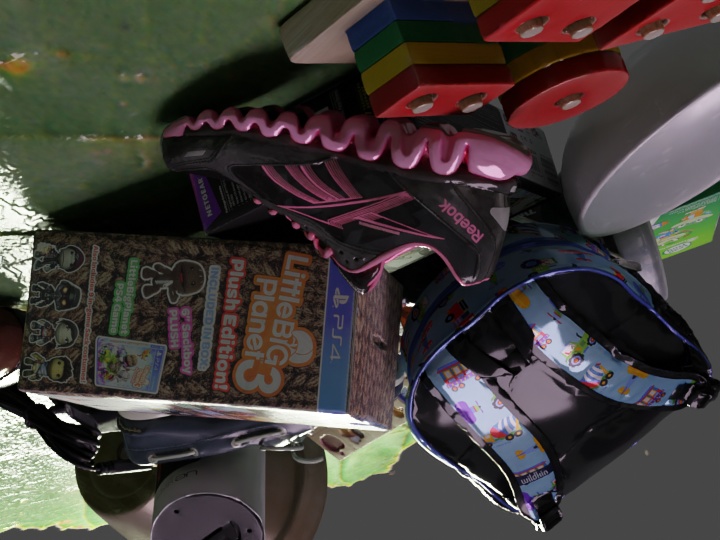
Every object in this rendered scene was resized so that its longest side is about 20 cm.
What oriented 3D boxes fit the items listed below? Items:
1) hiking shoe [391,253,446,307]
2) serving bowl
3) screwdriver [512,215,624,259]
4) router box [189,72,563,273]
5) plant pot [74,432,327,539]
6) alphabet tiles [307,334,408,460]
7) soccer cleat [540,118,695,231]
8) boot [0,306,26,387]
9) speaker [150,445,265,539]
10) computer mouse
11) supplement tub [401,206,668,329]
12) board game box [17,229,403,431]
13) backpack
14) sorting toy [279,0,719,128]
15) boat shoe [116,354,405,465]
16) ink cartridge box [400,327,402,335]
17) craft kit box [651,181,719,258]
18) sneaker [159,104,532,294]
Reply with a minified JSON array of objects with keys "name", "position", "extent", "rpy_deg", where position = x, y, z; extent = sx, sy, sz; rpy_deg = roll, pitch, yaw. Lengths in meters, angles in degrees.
[{"name":"hiking shoe","position":[0.000,0.000,1.234],"extent":[0.199,0.076,0.101],"rpy_deg":[-4,-171,4]},{"name":"serving bowl","position":[0.203,-0.106,1.089],"extent":[0.200,0.066,0.200],"rpy_deg":[-30,162,-11]},{"name":"screwdriver","position":[0.115,-0.035,1.214],"extent":[0.199,0.028,0.029],"rpy_deg":[19,171,-28]},{"name":"router box","position":[0.014,-0.055,1.058],"extent":[0.149,0.051,0.200],"rpy_deg":[-25,160,25]},{"name":"plant pot","position":[-0.157,0.180,1.569],"extent":[0.199,0.201,0.173],"rpy_deg":[-25,148,25]},{"name":"alphabet tiles","position":[-0.034,0.071,1.358],"extent":[0.200,0.167,0.008],"rpy_deg":[-37,-163,54]},{"name":"soccer cleat","position":[0.206,-0.089,1.227],"extent":[0.200,0.068,0.081],"rpy_deg":[-30,153,19]},{"name":"boot","position":[-0.321,0.077,1.117],"extent":[0.188,0.069,0.200],"rpy_deg":[-24,165,22]},{"name":"speaker","position":[-0.107,0.134,1.269],"extent":[0.081,0.081,0.200],"rpy_deg":[-22,-151,10]},{"name":"computer mouse","position":[-0.185,0.105,1.337],"extent":[0.200,0.140,0.046],"rpy_deg":[9,110,-56]},{"name":"supplement tub","position":[0.123,0.004,1.333],"extent":[0.199,0.123,0.123],"rpy_deg":[-19,167,0]},{"name":"board game box","position":[-0.085,0.039,1.071],"extent":[0.199,0.097,0.159],"rpy_deg":[3,172,10]},{"name":"backpack","position":[0.107,0.051,1.133],"extent":[0.182,0.135,0.200],"rpy_deg":[-40,136,12]},{"name":"sorting toy","position":[0.100,-0.134,0.859],"extent":[0.198,0.070,0.200],"rpy_deg":[-7,161,-44]},{"name":"boat shoe","position":[-0.066,0.095,1.188],"extent":[0.199,0.062,0.075],"rpy_deg":[-10,-154,-4]},{"name":"ink cartridge box","position":[0.033,0.032,1.490],"extent":[0.094,0.044,0.200],"rpy_deg":[-15,166,-13]},{"name":"craft kit box","position":[0.208,-0.030,1.497],"extent":[0.199,0.049,0.198],"rpy_deg":[-20,170,4]},{"name":"sneaker","position":[-0.013,-0.037,0.913],"extent":[0.199,0.096,0.079],"rpy_deg":[9,-169,15]}]
